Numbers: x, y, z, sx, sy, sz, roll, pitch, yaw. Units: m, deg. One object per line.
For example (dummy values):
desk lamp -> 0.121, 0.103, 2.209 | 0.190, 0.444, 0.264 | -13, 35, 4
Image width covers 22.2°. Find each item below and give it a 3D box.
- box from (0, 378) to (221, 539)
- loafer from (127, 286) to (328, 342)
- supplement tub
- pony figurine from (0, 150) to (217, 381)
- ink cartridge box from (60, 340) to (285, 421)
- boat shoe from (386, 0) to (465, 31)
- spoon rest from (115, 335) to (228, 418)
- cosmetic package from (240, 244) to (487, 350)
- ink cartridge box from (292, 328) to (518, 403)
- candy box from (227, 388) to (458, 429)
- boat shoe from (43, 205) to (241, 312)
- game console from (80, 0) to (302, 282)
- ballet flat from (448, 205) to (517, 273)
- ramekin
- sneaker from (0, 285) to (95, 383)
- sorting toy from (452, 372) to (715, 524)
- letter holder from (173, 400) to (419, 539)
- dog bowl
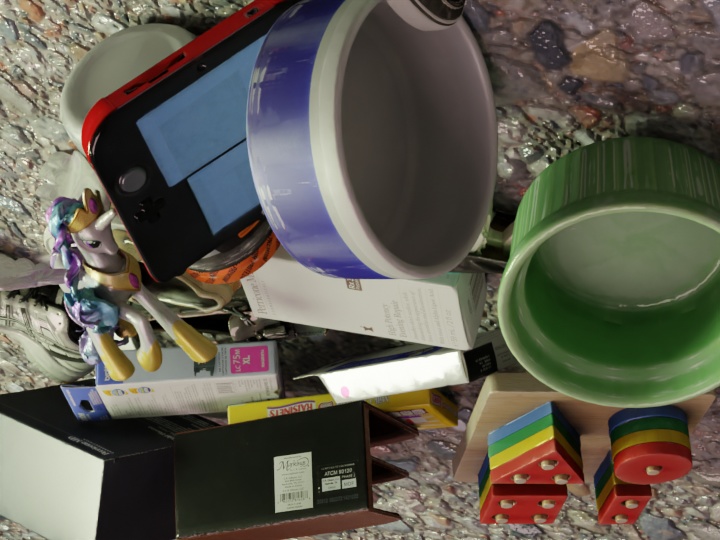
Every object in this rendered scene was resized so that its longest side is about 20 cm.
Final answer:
box -> -0.258, 0.189, 1.804 | 0.199, 0.105, 0.182 | 18, -166, 37
loafer -> -0.121, 0.044, 1.681 | 0.199, 0.063, 0.072 | 8, 148, 17
supplement tub -> -0.138, -0.085, 1.430 | 0.122, 0.123, 0.200 | 2, 144, 26
pony figurine -> -0.229, -0.003, 1.522 | 0.192, 0.167, 0.201 | 13, 142, 42
ink cartridge box -> -0.172, 0.104, 1.711 | 0.199, 0.042, 0.119 | -6, 161, -1
boat shoe -> 0.036, -0.229, 1.160 | 0.063, 0.071, 0.200 | 1, 143, 29
spoon rest -> -0.184, 0.094, 1.798 | 0.099, 0.061, 0.200 | -6, 140, 35
cosmetic package -> 0.000, 0.000, 1.539 | 0.199, 0.074, 0.102 | 7, 146, 17
ink cartridge box -> 0.043, 0.086, 1.636 | 0.199, 0.094, 0.037 | -9, 96, 41
candy box -> -0.015, 0.138, 1.741 | 0.199, 0.027, 0.102 | -8, 164, 17
boat shoe -> -0.198, -0.010, 1.633 | 0.199, 0.069, 0.075 | 6, 147, 21
game console -> -0.096, -0.097, 1.341 | 0.031, 0.200, 0.177 | 46, 166, 43
ballet flat -> 0.111, -0.030, 1.446 | 0.199, 0.068, 0.069 | 9, 139, -4
ramekin -> 0.201, -0.003, 1.354 | 0.199, 0.098, 0.201 | 3, 132, 3
sneaker -> -0.317, 0.027, 1.773 | 0.087, 0.076, 0.200 | -28, 131, 32
sorting toy -> 0.196, 0.165, 1.633 | 0.199, 0.070, 0.199 | 1, 151, -7
letter holder -> -0.054, 0.199, 1.717 | 0.199, 0.101, 0.142 | -12, 160, 23
dog bowl -> 0.012, -0.094, 1.260 | 0.078, 0.201, 0.200 | -2, 143, 36
